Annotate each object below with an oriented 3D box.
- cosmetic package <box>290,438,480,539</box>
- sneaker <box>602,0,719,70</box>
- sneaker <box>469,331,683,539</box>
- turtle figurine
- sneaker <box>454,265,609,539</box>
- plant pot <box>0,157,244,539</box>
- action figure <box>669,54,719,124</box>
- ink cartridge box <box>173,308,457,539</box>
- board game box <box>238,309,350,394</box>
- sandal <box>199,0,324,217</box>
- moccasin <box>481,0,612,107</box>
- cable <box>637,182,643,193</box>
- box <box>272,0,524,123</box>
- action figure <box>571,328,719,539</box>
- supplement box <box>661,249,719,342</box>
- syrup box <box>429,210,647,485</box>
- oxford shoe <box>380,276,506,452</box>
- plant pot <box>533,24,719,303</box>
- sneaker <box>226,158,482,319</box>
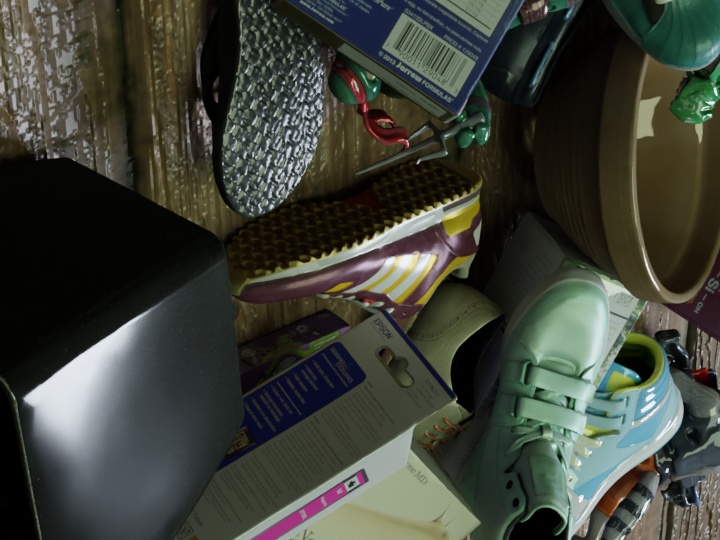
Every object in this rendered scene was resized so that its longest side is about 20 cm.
[{"bbox_3d":[-0.034,0.183,1.350,0.200,0.073,0.104,-42,119,4],"label":"cosmetic package"},{"bbox_3d":[0.169,-0.216,1.255,0.071,0.080,0.201,-24,89,-6],"label":"sneaker"},{"bbox_3d":[0.149,0.118,1.513,0.200,0.079,0.131,-43,150,-15],"label":"sneaker"},{"bbox_3d":[0.044,-0.152,1.254,0.200,0.101,0.150,-37,97,-10],"label":"turtle figurine"},{"bbox_3d":[0.128,0.105,1.364,0.073,0.118,0.202,13,108,-20],"label":"sneaker"},{"bbox_3d":[-0.173,0.054,1.129,0.177,0.199,0.201,-35,137,-36],"label":"plant pot"},{"bbox_3d":[0.243,-0.189,1.333,0.118,0.054,0.201,17,93,-81],"label":"action figure"},{"bbox_3d":[-0.043,0.110,1.284,0.199,0.095,0.037,-33,138,-8],"label":"ink cartridge box"},{"bbox_3d":[-0.092,0.112,1.357,0.199,0.032,0.121,-22,134,-32],"label":"board game box"},{"bbox_3d":[-0.061,-0.132,1.211,0.075,0.048,0.202,-12,112,-36],"label":"sandal"},{"bbox_3d":[0.147,-0.184,1.333,0.200,0.068,0.080,-50,164,-3],"label":"moccasin"},{"bbox_3d":[0.156,0.021,1.509,0.097,0.050,0.201,25,99,-45],"label":"cable"},{"bbox_3d":[0.051,-0.201,1.199,0.121,0.032,0.201,33,77,-9],"label":"box"},{"bbox_3d":[0.244,0.158,1.650,0.193,0.105,0.201,-33,133,-8],"label":"action figure"},{"bbox_3d":[0.309,0.020,1.538,0.131,0.200,0.104,27,97,-48],"label":"supplement box"},{"bbox_3d":[0.112,0.071,1.457,0.078,0.082,0.201,21,107,-25],"label":"syrup box"},{"bbox_3d":[0.033,0.100,1.404,0.071,0.073,0.201,16,97,-64],"label":"oxford shoe"},{"bbox_3d":[0.177,-0.081,1.400,0.200,0.092,0.202,-10,102,-60],"label":"plant pot"},{"bbox_3d":[0.000,0.000,1.330,0.199,0.075,0.091,-21,125,-31],"label":"sneaker"}]
